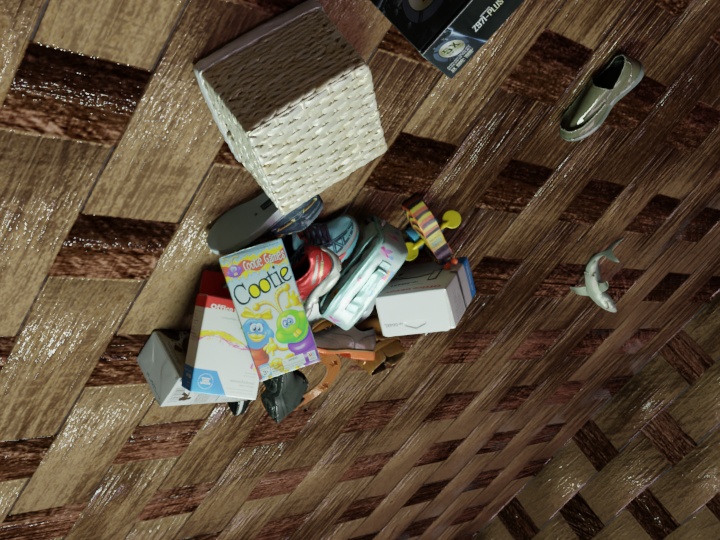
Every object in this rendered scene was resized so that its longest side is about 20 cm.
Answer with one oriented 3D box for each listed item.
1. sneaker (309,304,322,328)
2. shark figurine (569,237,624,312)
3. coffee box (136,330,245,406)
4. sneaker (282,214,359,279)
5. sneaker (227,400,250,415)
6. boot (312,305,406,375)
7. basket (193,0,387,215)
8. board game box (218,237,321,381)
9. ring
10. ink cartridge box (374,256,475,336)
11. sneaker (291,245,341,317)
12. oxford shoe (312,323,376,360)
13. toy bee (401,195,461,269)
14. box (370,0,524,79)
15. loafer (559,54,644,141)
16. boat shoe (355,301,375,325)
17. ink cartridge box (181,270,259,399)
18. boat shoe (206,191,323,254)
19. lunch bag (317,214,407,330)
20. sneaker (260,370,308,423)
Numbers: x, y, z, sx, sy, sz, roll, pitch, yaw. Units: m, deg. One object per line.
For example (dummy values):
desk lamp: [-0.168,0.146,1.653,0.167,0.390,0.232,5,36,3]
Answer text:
sneaker: [-0.129,0.109,1.700,0.080,0.070,0.201,-1,127,-37]
shark figurine: [0.633,-0.001,2.322,0.089,0.128,0.215,-44,141,-40]
coffee box: [-0.284,0.173,1.579,0.200,0.113,0.080,4,131,-49]
sneaker: [-0.091,-0.042,1.515,0.200,0.079,0.096,-32,147,-8]
sneaker: [-0.213,0.216,1.746,0.090,0.070,0.200,-13,140,-29]
boot: [-0.018,0.161,1.784,0.200,0.155,0.077,-27,148,-16]
basket: [-0.086,-0.220,1.201,0.200,0.161,0.198,-33,148,-9]
board game box: [-0.145,0.060,1.391,0.103,0.201,0.105,-18,-177,-7]
ring: [-0.128,0.250,1.930,0.200,0.019,0.201,-26,148,-18]
ink cartridge box: [0.130,0.049,1.711,0.146,0.085,0.200,-9,-166,21]
sneaker: [-0.118,0.033,1.491,0.085,0.077,0.200,27,112,-31]
oxford shoe: [-0.058,0.127,1.681,0.200,0.071,0.073,12,85,-34]
toy bee: [0.148,-0.061,1.699,0.131,0.109,0.200,-49,148,13]
box: [0.098,-0.379,1.129,0.164,0.200,0.086,-45,150,16]
loafer: [0.450,-0.336,1.678,0.200,0.075,0.070,-49,136,11]
boat shoe: [0.003,0.025,1.705,0.068,0.072,0.200,1,131,-48]
ink cartridge box: [-0.220,0.107,1.464,0.116,0.067,0.201,10,87,-24]
boat shoe: [-0.148,-0.076,1.417,0.200,0.071,0.091,-35,147,-4]
lunch bag: [0.000,0.000,1.574,0.077,0.160,0.200,32,107,-15]
sneaker: [-0.145,0.215,1.705,0.091,0.076,0.200,-28,153,-25]
